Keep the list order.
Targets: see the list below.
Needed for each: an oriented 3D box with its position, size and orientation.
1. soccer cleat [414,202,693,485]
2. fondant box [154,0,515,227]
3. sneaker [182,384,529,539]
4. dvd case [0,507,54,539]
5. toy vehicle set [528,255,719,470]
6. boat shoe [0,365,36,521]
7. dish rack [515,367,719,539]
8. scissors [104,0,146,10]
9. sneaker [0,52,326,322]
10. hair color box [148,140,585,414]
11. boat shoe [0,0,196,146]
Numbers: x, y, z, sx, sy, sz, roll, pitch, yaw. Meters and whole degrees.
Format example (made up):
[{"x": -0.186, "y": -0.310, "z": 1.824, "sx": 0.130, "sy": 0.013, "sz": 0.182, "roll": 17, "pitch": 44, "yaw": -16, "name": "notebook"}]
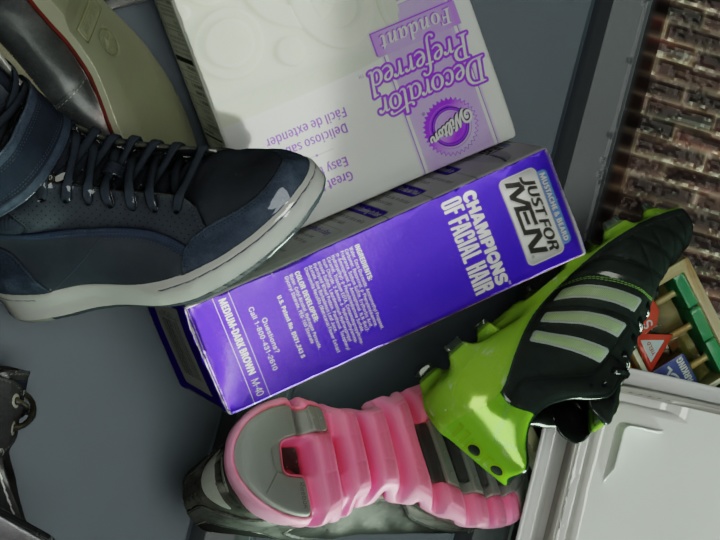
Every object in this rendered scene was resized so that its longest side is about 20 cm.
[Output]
[{"x": 0.111, "y": 0.036, "z": 1.485, "sx": 0.200, "sy": 0.068, "sz": 0.081, "roll": -37, "pitch": 85, "yaw": -35, "name": "soccer cleat"}, {"x": -0.024, "y": -0.135, "z": 1.467, "sx": 0.144, "sy": 0.058, "sz": 0.201, "roll": -23, "pitch": 105, "yaw": -11, "name": "fondant box"}, {"x": -0.005, "y": 0.108, "z": 1.501, "sx": 0.199, "sy": 0.095, "sz": 0.079, "roll": 6, "pitch": 63, "yaw": -37, "name": "sneaker"}, {"x": -0.262, "y": 0.176, "z": 1.410, "sx": 0.148, "sy": 0.016, "sz": 0.200, "roll": 31, "pitch": 100, "yaw": -15, "name": "dvd case"}, {"x": 0.163, "y": 0.107, "z": 1.568, "sx": 0.124, "sy": 0.027, "sz": 0.200, "roll": -31, "pitch": 102, "yaw": -11, "name": "toy vehicle set"}, {"x": -0.195, "y": 0.060, "z": 1.445, "sx": 0.066, "sy": 0.070, "sz": 0.201, "roll": -26, "pitch": 94, "yaw": -11, "name": "boat shoe"}, {"x": 0.162, "y": 0.159, "z": 1.528, "sx": 0.171, "sy": 0.044, "sz": 0.201, "roll": 13, "pitch": 91, "yaw": -22, "name": "dish rack"}, {"x": -0.054, "y": -0.168, "z": 1.491, "sx": 0.199, "sy": 0.014, "sz": 0.073, "roll": -5, "pitch": 99, "yaw": -14, "name": "scissors"}, {"x": -0.129, "y": -0.053, "z": 1.376, "sx": 0.146, "sy": 0.202, "sz": 0.077, "roll": 55, "pitch": 38, "yaw": -31, "name": "sneaker"}, {"x": 0.000, "y": 0.000, "z": 1.470, "sx": 0.199, "sy": 0.109, "sz": 0.065, "roll": -26, "pitch": 102, "yaw": -12, "name": "hair color box"}, {"x": -0.146, "y": -0.097, "z": 1.444, "sx": 0.062, "sy": 0.071, "sz": 0.200, "roll": -21, "pitch": 119, "yaw": 24, "name": "boat shoe"}]
